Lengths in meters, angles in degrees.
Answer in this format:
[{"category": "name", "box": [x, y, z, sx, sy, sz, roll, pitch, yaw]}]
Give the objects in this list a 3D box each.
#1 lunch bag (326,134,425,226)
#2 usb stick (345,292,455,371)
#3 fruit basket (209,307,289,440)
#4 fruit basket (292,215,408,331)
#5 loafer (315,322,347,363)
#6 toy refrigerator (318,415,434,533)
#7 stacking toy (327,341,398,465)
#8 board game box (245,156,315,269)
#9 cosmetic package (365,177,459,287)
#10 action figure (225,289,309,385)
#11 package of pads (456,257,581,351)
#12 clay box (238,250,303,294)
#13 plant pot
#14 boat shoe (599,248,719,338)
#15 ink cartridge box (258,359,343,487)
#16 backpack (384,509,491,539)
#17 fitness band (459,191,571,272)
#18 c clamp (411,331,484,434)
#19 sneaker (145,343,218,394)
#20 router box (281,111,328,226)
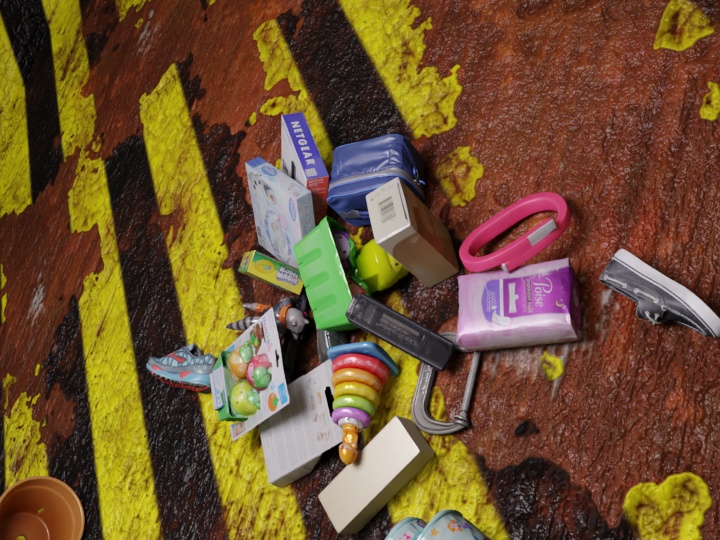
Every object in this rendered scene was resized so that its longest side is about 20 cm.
[{"category": "lunch bag", "box": [0.038, -0.164, 1.352, 0.195, 0.135, 0.136, -7, 65, 32]}, {"category": "usb stick", "box": [0.068, 0.104, 1.177, 0.196, 0.033, 0.057, 28, 84, 1]}, {"category": "fruit basket", "box": [-0.209, 0.198, 1.316, 0.200, 0.092, 0.190, -41, 53, 43]}, {"category": "fruit basket", "box": [0.000, 0.000, 1.282, 0.209, 0.155, 0.223, -3, 82, 18]}, {"category": "loafer", "box": [-0.069, 0.082, 1.366, 0.062, 0.070, 0.206, -32, 54, 46]}, {"category": "toy refrigerator", "box": [0.028, 0.346, 1.174, 0.201, 0.070, 0.076, -48, 55, 10]}, {"category": "stacking toy", "box": [-0.010, 0.235, 1.197, 0.107, 0.116, 0.205, -13, 51, 30]}, {"category": "board game box", "box": [-0.160, -0.105, 1.446, 0.043, 0.205, 0.198, -26, 42, -27]}, {"category": "cosmetic package", "box": [0.094, -0.062, 1.222, 0.070, 0.199, 0.108, -26, 57, 21]}, {"category": "action figure", "box": [-0.180, 0.130, 1.406, 0.190, 0.103, 0.206, -18, 56, 41]}, {"category": "package of pads", "box": [0.251, 0.060, 1.120, 0.195, 0.076, 0.124, -9, 61, 26]}, {"category": "clay box", "box": [-0.176, 0.004, 1.381, 0.049, 0.112, 0.200, -67, 14, -5]}, {"category": "plant pot", "box": [-0.744, 0.590, 1.571, 0.140, 0.196, 0.204, -42, 49, 35]}, {"category": "boat shoe", "box": [0.430, 0.046, 1.007, 0.068, 0.071, 0.200, -48, 47, 4]}, {"category": "ink cartridge box", "box": [-0.104, 0.289, 1.312, 0.197, 0.057, 0.166, -30, 54, 17]}, {"category": "backpack", "box": [0.102, 0.444, 1.004, 0.150, 0.177, 0.202, 37, 89, 36]}, {"category": "fitness band", "box": [0.257, -0.061, 1.159, 0.197, 0.038, 0.144, -33, 21, 2]}, {"category": "c clamp", "box": [0.165, 0.182, 1.171, 0.168, 0.027, 0.205, 12, 77, 39]}, {"category": "sneaker", "box": [-0.390, 0.212, 1.552, 0.195, 0.080, 0.098, 7, 64, 30]}, {"category": "router box", "box": [-0.120, -0.196, 1.466, 0.047, 0.182, 0.203, -11, 52, -15]}]
